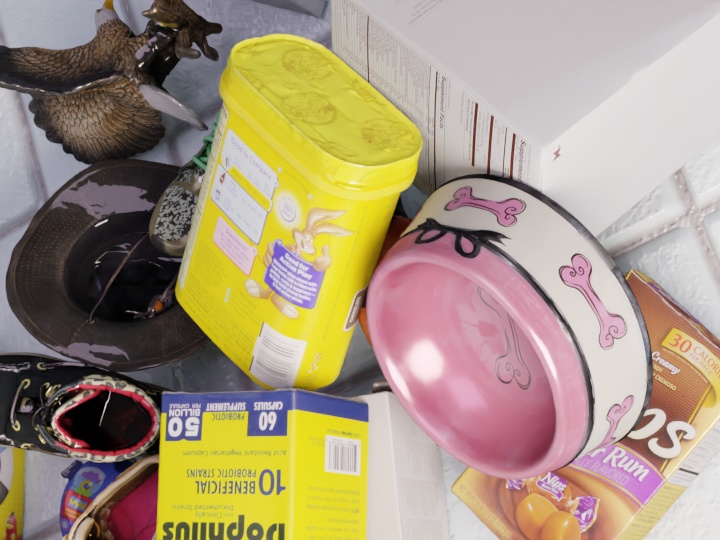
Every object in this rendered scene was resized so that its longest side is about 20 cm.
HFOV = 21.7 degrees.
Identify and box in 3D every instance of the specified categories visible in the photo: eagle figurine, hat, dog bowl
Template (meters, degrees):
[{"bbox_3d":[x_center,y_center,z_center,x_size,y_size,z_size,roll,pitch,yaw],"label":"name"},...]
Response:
[{"bbox_3d":[-0.207,-0.154,1.460,0.199,0.151,0.153,-27,105,15],"label":"eagle figurine"},{"bbox_3d":[-0.166,0.010,1.441,0.198,0.081,0.203,-6,57,9],"label":"hat"},{"bbox_3d":[0.085,0.044,1.190,0.199,0.074,0.202,30,139,31],"label":"dog bowl"}]

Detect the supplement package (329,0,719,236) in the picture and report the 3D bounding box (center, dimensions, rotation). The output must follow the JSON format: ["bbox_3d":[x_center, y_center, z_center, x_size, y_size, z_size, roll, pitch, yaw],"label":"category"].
[{"bbox_3d":[0.114,-0.140,1.251,0.191,0.148,0.200,-36,60,-22],"label":"supplement package"}]

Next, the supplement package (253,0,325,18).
[{"bbox_3d":[-0.129,-0.287,1.440,0.198,0.155,0.112,19,90,29],"label":"supplement package"}]

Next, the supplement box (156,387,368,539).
[{"bbox_3d":[-0.066,0.185,1.259,0.108,0.109,0.203,-4,80,28],"label":"supplement box"}]

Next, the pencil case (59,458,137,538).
[{"bbox_3d":[-0.133,0.195,1.401,0.198,0.078,0.088,13,73,29],"label":"pencil case"}]

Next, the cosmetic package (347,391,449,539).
[{"bbox_3d":[0.026,0.191,1.317,0.050,0.082,0.202,-12,75,27],"label":"cosmetic package"}]

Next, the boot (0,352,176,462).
[{"bbox_3d":[-0.226,0.098,1.365,0.201,0.154,0.074,8,86,1],"label":"boot"}]

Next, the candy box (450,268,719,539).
[{"bbox_3d":[0.168,0.114,1.271,0.117,0.056,0.201,43,100,28],"label":"candy box"}]

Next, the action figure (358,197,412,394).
[{"bbox_3d":[0.000,0.000,1.371,0.200,0.104,0.194,-50,55,27],"label":"action figure"}]

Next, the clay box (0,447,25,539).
[{"bbox_3d":[-0.315,0.144,1.484,0.047,0.115,0.203,-4,80,26],"label":"clay box"}]

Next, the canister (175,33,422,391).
[{"bbox_3d":[-0.048,-0.034,1.265,0.148,0.086,0.201,43,132,30],"label":"canister"}]

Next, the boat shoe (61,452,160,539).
[{"bbox_3d":[-0.180,0.194,1.342,0.074,0.069,0.200,48,110,22],"label":"boat shoe"}]

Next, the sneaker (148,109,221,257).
[{"bbox_3d":[-0.094,-0.099,1.395,0.077,0.089,0.200,31,72,30],"label":"sneaker"}]
